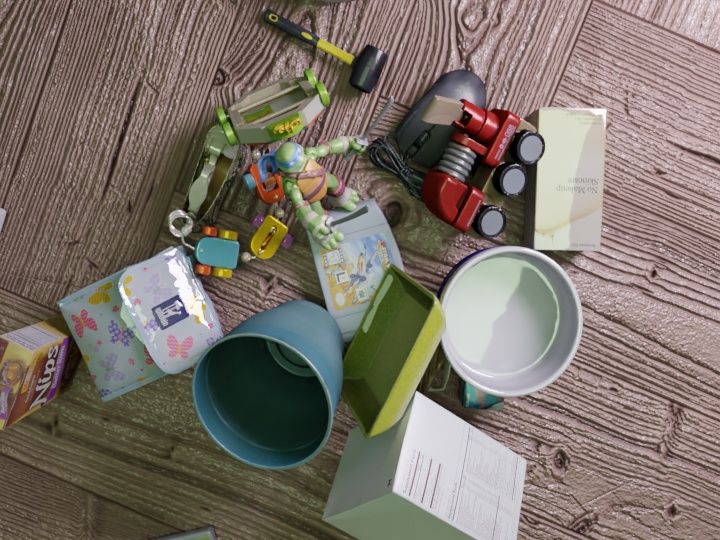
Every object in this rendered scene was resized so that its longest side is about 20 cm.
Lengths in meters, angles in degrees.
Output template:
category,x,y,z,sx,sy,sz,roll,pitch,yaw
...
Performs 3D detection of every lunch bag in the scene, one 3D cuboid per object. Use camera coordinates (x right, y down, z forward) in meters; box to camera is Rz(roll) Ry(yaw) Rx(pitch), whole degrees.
category,x,y,z,sx,sy,sz,roll,pitch,yaw
lunch bag,-0.317,0.074,1.007,0.197,0.127,0.172,-21,97,8

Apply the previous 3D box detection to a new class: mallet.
category,x,y,z,sx,sy,sz,roll,pitch,yaw
mallet,-0.051,-0.345,1.013,0.199,0.041,0.066,36,97,2

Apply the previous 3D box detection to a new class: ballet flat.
category,x,y,z,sx,sy,sz,roll,pitch,yaw
ballet flat,-0.219,-0.150,1.014,0.067,0.075,0.203,23,95,4
ballet flat,0.094,0.178,1.046,0.071,0.068,0.203,25,92,-20

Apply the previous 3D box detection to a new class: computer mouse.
category,x,y,z,sx,sy,sz,roll,pitch,yaw
computer mouse,0.115,-0.211,1.009,0.138,0.053,0.201,38,95,-1

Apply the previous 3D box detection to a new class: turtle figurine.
category,x,y,z,sx,sy,sz,roll,pitch,yaw
turtle figurine,-0.028,-0.104,0.920,0.196,0.194,0.147,-13,70,5

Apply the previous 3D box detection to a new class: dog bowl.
category,x,y,z,sx,sy,sz,roll,pitch,yaw
dog bowl,0.201,0.067,0.949,0.196,0.079,0.205,0,94,-1

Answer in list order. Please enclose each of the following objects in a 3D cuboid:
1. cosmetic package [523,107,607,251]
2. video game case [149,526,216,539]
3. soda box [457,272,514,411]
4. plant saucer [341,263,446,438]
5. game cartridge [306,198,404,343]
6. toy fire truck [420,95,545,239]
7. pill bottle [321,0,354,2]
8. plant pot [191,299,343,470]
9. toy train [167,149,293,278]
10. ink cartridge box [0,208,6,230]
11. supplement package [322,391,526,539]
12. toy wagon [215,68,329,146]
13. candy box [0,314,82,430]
category,x,y,z,sx,sy,sz,roll,pitch,yaw
cosmetic package,0.299,-0.132,1.001,0.101,0.073,0.205,0,94,2
video game case,-0.313,0.526,1.104,0.196,0.022,0.186,-13,95,4
soda box,0.188,0.103,1.025,0.062,0.068,0.205,3,94,1
plant saucer,0.046,0.110,0.944,0.047,0.200,0.203,24,96,-19
game cartridge,0.000,0.000,1.041,0.131,0.042,0.204,-15,94,7
toy fire truck,0.139,-0.157,0.942,0.198,0.129,0.178,25,98,-22
pill bottle,-0.032,-0.495,0.960,0.110,0.112,0.205,0,95,2
plant pot,-0.109,0.142,0.966,0.196,0.188,0.204,5,111,13
toy train,-0.183,-0.079,1.017,0.198,0.055,0.152,-32,105,-17
ink cartridge box,-0.670,-0.058,1.033,0.197,0.084,0.147,21,96,1
supplement package,0.089,0.305,0.948,0.198,0.149,0.191,33,139,-15
toy wagon,-0.119,-0.218,0.946,0.153,0.201,0.040,-24,126,-4
candy box,-0.469,0.139,0.985,0.056,0.200,0.118,24,96,0
